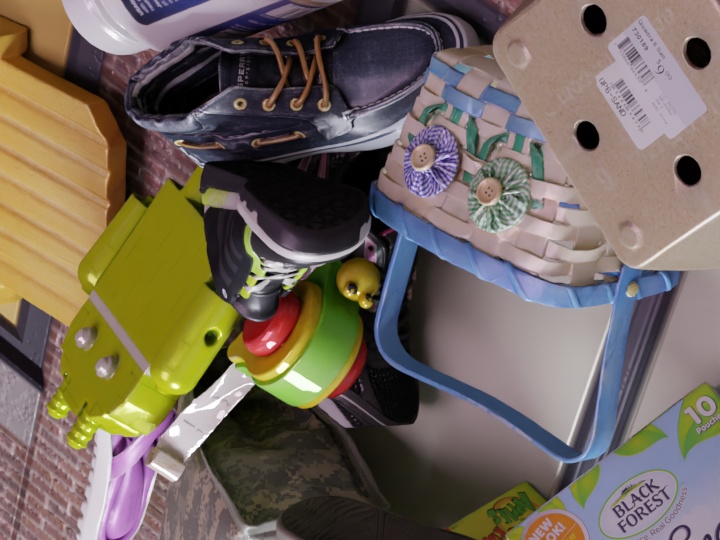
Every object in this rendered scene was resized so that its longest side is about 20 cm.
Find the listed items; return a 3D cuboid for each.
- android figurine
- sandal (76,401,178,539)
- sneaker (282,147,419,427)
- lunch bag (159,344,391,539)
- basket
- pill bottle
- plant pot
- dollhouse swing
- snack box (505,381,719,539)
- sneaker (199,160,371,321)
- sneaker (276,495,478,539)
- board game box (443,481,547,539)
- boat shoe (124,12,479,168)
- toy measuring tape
[{"bbox_3d":[-0.125,0.020,1.776,0.200,0.041,0.182,-53,31,8],"label":"android figurine"},{"bbox_3d":[-0.137,0.112,1.896,0.050,0.082,0.203,32,132,20],"label":"sandal"},{"bbox_3d":[0.000,0.000,1.710,0.086,0.080,0.200,-9,103,44],"label":"sneaker"},{"bbox_3d":[-0.064,0.160,1.812,0.200,0.117,0.164,-124,35,-51],"label":"lunch bag"},{"bbox_3d":[0.084,-0.015,1.574,0.176,0.139,0.200,26,117,41],"label":"basket"},{"bbox_3d":[-0.085,-0.188,1.680,0.200,0.111,0.111,-15,98,46],"label":"pill bottle"},{"bbox_3d":[0.186,-0.109,1.407,0.200,0.177,0.200,-37,82,47],"label":"plant pot"},{"bbox_3d":[-0.271,-0.047,1.895,0.176,0.181,0.200,43,136,50],"label":"dollhouse swing"},{"bbox_3d":[0.195,0.183,1.569,0.142,0.053,0.200,-37,77,3],"label":"snack box"},{"bbox_3d":[-0.043,-0.010,1.605,0.200,0.072,0.083,-146,58,-73],"label":"sneaker"},{"bbox_3d":[0.035,0.206,1.634,0.200,0.075,0.106,24,128,45],"label":"sneaker"},{"bbox_3d":[0.051,0.227,1.747,0.048,0.102,0.200,42,133,23],"label":"board game box"},{"bbox_3d":[-0.035,-0.106,1.647,0.200,0.091,0.071,-18,66,29],"label":"boat shoe"},{"bbox_3d":[-0.056,0.068,1.678,0.200,0.074,0.074,-46,74,23],"label":"toy measuring tape"}]
